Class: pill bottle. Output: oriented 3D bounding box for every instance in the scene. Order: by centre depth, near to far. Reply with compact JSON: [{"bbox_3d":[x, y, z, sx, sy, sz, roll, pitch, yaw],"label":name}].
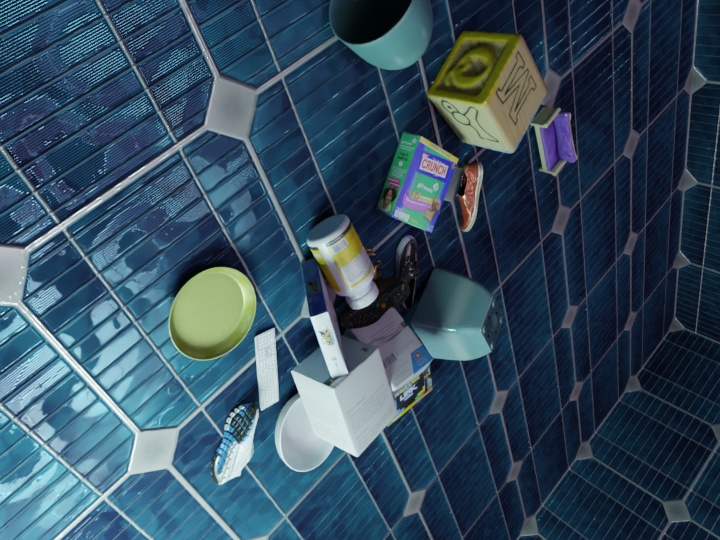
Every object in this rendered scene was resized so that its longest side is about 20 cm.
[{"bbox_3d":[-0.034,-0.016,1.299,0.111,0.111,0.204,-39,117,-22],"label":"pill bottle"}]

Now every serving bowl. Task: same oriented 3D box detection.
[{"bbox_3d":[-0.142,0.396,1.432,0.196,0.065,0.208,-7,100,-43],"label":"serving bowl"}]

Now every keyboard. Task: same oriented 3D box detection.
[{"bbox_3d":[-0.220,0.235,1.337,0.055,0.011,0.207,-19,121,-37],"label":"keyboard"}]

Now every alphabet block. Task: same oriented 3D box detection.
[{"bbox_3d":[0.318,-0.444,1.411,0.199,0.193,0.200,36,82,-47],"label":"alphabet block"}]

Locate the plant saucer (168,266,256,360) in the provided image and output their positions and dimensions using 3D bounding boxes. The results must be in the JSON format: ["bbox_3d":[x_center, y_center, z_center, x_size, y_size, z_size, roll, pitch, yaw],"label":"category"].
[{"bbox_3d":[-0.308,0.086,1.172,0.196,0.031,0.206,-21,122,-36],"label":"plant saucer"}]

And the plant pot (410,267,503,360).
[{"bbox_3d":[0.292,0.136,1.610,0.198,0.195,0.200,53,55,-43],"label":"plant pot"}]

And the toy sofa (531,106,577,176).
[{"bbox_3d":[0.605,-0.401,1.767,0.083,0.096,0.202,-45,134,-17],"label":"toy sofa"}]

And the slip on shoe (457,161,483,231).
[{"bbox_3d":[0.301,-0.208,1.600,0.059,0.075,0.206,0,120,-5],"label":"slip on shoe"}]

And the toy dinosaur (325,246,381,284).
[{"bbox_3d":[0.000,0.000,1.404,0.196,0.060,0.110,2,109,-43],"label":"toy dinosaur"}]

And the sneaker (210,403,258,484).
[{"bbox_3d":[-0.278,0.400,1.325,0.086,0.074,0.204,14,106,-52],"label":"sneaker"}]

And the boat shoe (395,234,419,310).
[{"bbox_3d":[0.129,0.011,1.526,0.068,0.065,0.207,-4,111,-41],"label":"boat shoe"}]

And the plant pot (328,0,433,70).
[{"bbox_3d":[0.058,-0.507,1.142,0.160,0.197,0.206,23,93,-58],"label":"plant pot"}]

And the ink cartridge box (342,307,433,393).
[{"bbox_3d":[0.067,0.200,1.454,0.143,0.202,0.084,-29,161,-29],"label":"ink cartridge box"}]

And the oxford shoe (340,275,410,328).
[{"bbox_3d":[0.026,0.080,1.431,0.196,0.084,0.074,-28,131,-19],"label":"oxford shoe"}]

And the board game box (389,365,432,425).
[{"bbox_3d":[0.126,0.335,1.678,0.197,0.056,0.170,-31,129,-30],"label":"board game box"}]

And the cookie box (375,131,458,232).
[{"bbox_3d":[0.145,-0.220,1.430,0.168,0.074,0.206,14,98,-45],"label":"cookie box"}]

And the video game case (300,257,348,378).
[{"bbox_3d":[-0.083,0.105,1.280,0.044,0.202,0.185,-17,126,0],"label":"video game case"}]

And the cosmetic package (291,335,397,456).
[{"bbox_3d":[-0.036,0.295,1.364,0.163,0.162,0.206,-35,119,-36],"label":"cosmetic package"}]
